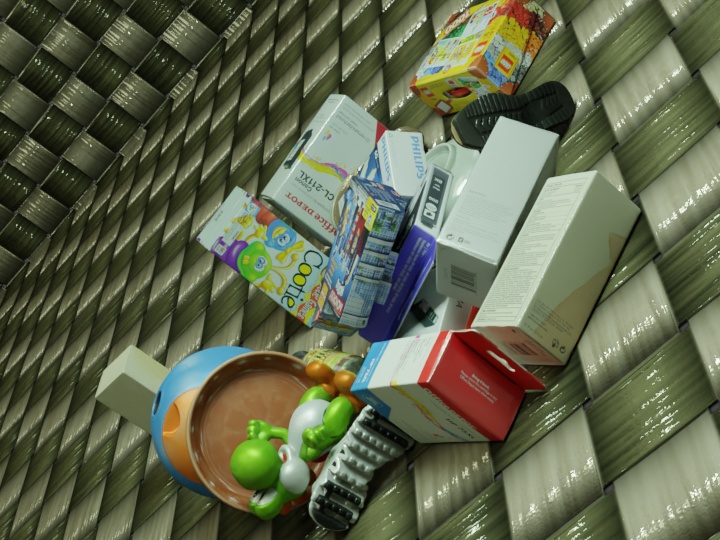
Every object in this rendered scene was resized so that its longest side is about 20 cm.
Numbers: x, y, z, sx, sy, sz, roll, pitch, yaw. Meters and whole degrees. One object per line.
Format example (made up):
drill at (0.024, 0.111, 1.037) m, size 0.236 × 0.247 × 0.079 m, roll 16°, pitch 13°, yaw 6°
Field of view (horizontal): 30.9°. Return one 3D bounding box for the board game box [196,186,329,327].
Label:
board game box at (-0.132, -0.021, 1.968) m, size 0.105 × 0.200 × 0.103 m, roll -53°, pitch 22°, yaw -2°

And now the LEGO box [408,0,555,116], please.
LEGO box at (0.180, -0.325, 1.958) m, size 0.150 × 0.077 × 0.200 m, roll -59°, pitch 22°, yaw -16°

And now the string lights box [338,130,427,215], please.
string lights box at (0.033, -0.099, 1.819) m, size 0.200 × 0.058 × 0.104 m, roll 127°, pitch 140°, yaw -56°

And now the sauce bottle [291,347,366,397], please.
sauce bottle at (-0.044, 0.137, 1.737) m, size 0.065 × 0.065 × 0.200 m, roll -58°, pitch 23°, yaw -13°

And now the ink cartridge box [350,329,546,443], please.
ink cartridge box at (0.092, 0.127, 1.402) m, size 0.200 × 0.116 × 0.068 m, roll -15°, pitch 42°, yaw 58°

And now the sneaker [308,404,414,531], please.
sneaker at (0.004, 0.208, 1.532) m, size 0.200 × 0.075 × 0.081 m, roll -52°, pitch 13°, yaw 3°

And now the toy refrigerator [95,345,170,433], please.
toy refrigerator at (-0.292, 0.203, 1.960) m, size 0.076 × 0.200 × 0.070 m, roll -41°, pitch 24°, yaw 29°

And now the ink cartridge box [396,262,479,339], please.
ink cartridge box at (0.126, 0.023, 1.593) m, size 0.173 × 0.043 × 0.201 m, roll -31°, pitch 31°, yaw 47°

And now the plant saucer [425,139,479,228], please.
plant saucer at (0.109, -0.124, 1.838) m, size 0.200 × 0.050 × 0.201 m, roll -44°, pitch 23°, yaw 24°

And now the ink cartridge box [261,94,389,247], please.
ink cartridge box at (-0.038, -0.153, 2.050) m, size 0.201 × 0.145 × 0.083 m, roll -56°, pitch 19°, yaw -4°

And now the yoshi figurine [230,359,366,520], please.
yoshi figurine at (-0.084, 0.198, 1.563) m, size 0.201 × 0.112 × 0.113 m, roll -56°, pitch -10°, yaw -16°

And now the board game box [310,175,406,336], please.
board game box at (0.000, 0.000, 1.633) m, size 0.200 × 0.061 × 0.201 m, roll -120°, pitch 46°, yaw -73°

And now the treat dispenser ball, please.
treat dispenser ball at (-0.178, 0.201, 1.726) m, size 0.201 × 0.200 × 0.201 m, roll -43°, pitch 24°, yaw 24°

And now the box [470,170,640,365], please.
box at (0.212, -0.003, 1.406) m, size 0.201 × 0.078 × 0.095 m, roll -60°, pitch 23°, yaw -16°

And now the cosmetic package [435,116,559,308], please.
cosmetic package at (0.161, -0.067, 1.525) m, size 0.201 × 0.081 × 0.113 m, roll -60°, pitch -19°, yaw -27°

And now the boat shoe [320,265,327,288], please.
boat shoe at (-0.010, 0.010, 1.827) m, size 0.200 × 0.071 × 0.068 m, roll 128°, pitch 147°, yaw -64°

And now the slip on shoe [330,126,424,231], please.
slip on shoe at (0.029, -0.137, 1.994) m, size 0.200 × 0.076 × 0.061 m, roll -48°, pitch 15°, yaw -6°

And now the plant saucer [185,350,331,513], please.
plant saucer at (-0.119, 0.202, 1.619) m, size 0.201 × 0.199 × 0.032 m, roll -60°, pitch 6°, yaw -17°

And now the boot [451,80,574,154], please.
boot at (0.168, -0.172, 1.682) m, size 0.199 × 0.078 × 0.138 m, roll -15°, pitch -10°, yaw -37°

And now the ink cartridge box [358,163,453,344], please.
ink cartridge box at (0.055, -0.005, 1.663) m, size 0.201 × 0.043 × 0.199 m, roll -74°, pitch 7°, yaw -53°
